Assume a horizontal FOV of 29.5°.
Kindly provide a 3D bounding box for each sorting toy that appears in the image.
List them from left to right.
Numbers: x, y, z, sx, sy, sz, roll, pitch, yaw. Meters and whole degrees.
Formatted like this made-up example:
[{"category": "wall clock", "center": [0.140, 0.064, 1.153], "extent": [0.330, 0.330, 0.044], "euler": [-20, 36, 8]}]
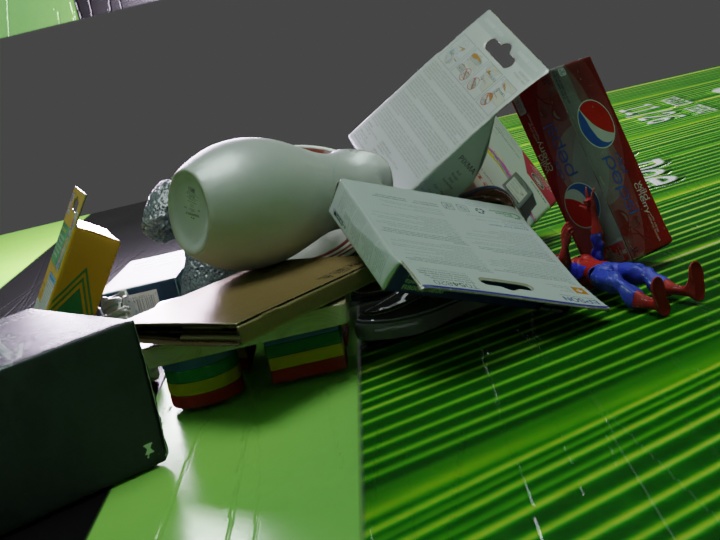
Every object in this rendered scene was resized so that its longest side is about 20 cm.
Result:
[{"category": "sorting toy", "center": [-0.100, 0.062, 1.275], "extent": [0.196, 0.071, 0.200], "euler": [-13, 12, 3]}]

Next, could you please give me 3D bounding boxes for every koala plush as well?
[{"category": "koala plush", "center": [-0.140, -0.003, 1.501], "extent": [0.175, 0.185, 0.201], "euler": [-22, 28, 17]}]

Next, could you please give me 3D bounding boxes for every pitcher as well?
[{"category": "pitcher", "center": [-0.093, -0.071, 1.318], "extent": [0.198, 0.123, 0.171], "euler": [-11, 15, -36]}]

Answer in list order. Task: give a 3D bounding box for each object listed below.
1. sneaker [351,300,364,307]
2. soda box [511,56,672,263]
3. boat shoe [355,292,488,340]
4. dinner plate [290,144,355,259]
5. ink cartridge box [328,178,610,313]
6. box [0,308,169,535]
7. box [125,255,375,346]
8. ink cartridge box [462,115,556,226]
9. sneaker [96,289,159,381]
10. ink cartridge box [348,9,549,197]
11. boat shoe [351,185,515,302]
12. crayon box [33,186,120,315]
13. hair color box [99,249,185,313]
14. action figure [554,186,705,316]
[{"category": "sneaker", "center": [0.000, 0.000, 1.458], "extent": [0.084, 0.074, 0.199], "euler": [4, 23, 38]}, {"category": "soda box", "center": [0.225, -0.101, 1.337], "extent": [0.069, 0.202, 0.063], "euler": [-21, -3, -38]}, {"category": "boat shoe", "center": [0.077, 0.012, 1.322], "extent": [0.198, 0.067, 0.070], "euler": [-18, 12, -24]}, {"category": "dinner plate", "center": [-0.071, -0.061, 1.413], "extent": [0.197, 0.024, 0.202], "euler": [-1, 42, 1]}, {"category": "ink cartridge box", "center": [0.093, -0.009, 1.216], "extent": [0.197, 0.041, 0.200], "euler": [8, 26, -26]}, {"category": "box", "center": [-0.293, 0.120, 1.087], "extent": [0.198, 0.126, 0.195], "euler": [-21, 15, -36]}, {"category": "box", "center": [-0.093, 0.025, 1.210], "extent": [0.162, 0.022, 0.199], "euler": [-3, 16, 42]}, {"category": "ink cartridge box", "center": [0.128, -0.091, 1.525], "extent": [0.085, 0.148, 0.200], "euler": [-38, 0, 25]}, {"category": "sneaker", "center": [-0.246, 0.073, 1.379], "extent": [0.069, 0.081, 0.200], "euler": [-13, 12, -10]}, {"category": "ink cartridge box", "center": [0.093, -0.154, 1.379], "extent": [0.199, 0.050, 0.163], "euler": [-39, 36, 7]}, {"category": "boat shoe", "center": [0.064, -0.032, 1.387], "extent": [0.198, 0.073, 0.072], "euler": [-30, -1, 3]}, {"category": "crayon box", "center": [-0.297, 0.021, 1.401], "extent": [0.051, 0.203, 0.126], "euler": [18, 2, -18]}, {"category": "hair color box", "center": [-0.246, 0.026, 1.655], "extent": [0.098, 0.061, 0.200], "euler": [-12, 11, 5]}, {"category": "action figure", "center": [0.223, -0.020, 1.239], "extent": [0.064, 0.100, 0.199], "euler": [-17, 9, -22]}]
